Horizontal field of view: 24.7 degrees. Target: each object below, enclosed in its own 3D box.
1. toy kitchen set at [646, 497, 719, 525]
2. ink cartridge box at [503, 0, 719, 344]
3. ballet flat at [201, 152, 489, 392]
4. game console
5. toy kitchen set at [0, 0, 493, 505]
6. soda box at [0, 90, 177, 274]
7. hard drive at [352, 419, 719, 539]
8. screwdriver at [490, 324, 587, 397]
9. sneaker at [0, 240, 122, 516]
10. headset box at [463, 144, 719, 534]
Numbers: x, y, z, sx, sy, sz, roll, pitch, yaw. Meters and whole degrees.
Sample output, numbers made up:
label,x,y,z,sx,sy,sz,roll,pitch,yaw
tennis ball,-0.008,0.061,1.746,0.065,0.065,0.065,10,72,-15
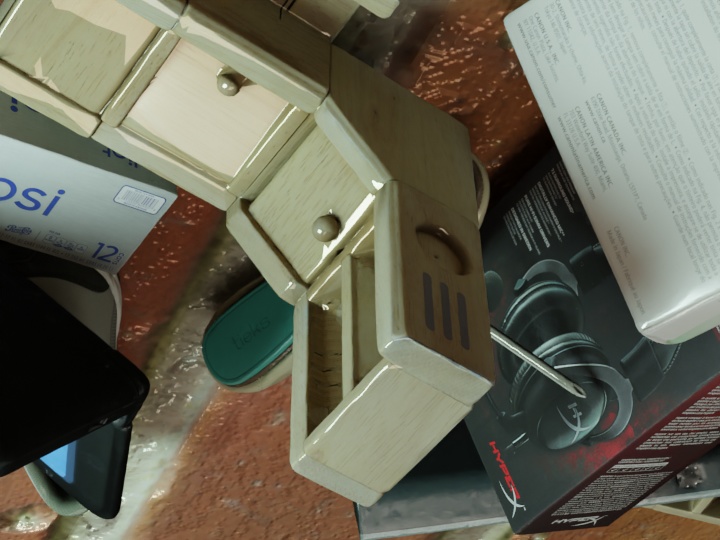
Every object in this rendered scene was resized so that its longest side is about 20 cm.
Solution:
label,x,y,z,sx,sy,sz,roll,pitch,yaw
toy kitchen set,0.277,0.147,0.933,0.163,0.200,0.181,15,132,-13
ink cartridge box,0.176,-0.084,0.685,0.200,0.161,0.050,-29,160,24
ballet flat,0.000,0.000,0.847,0.200,0.070,0.069,-33,135,31
game console,-0.203,0.038,0.726,0.117,0.200,0.176,-58,166,23
toy kitchen set,-0.030,-0.060,0.633,0.200,0.181,0.163,29,122,-21
soda box,-0.181,-0.067,0.716,0.200,0.068,0.063,19,133,-29
hard drive,0.091,0.104,0.935,0.199,0.140,0.033,-6,103,-3
screwdriver,0.022,0.005,0.782,0.200,0.028,0.029,39,121,10
sneaker,-0.158,0.055,0.866,0.074,0.080,0.200,-5,140,-1
headset box,0.131,0.015,0.801,0.077,0.149,0.200,2,145,-40
